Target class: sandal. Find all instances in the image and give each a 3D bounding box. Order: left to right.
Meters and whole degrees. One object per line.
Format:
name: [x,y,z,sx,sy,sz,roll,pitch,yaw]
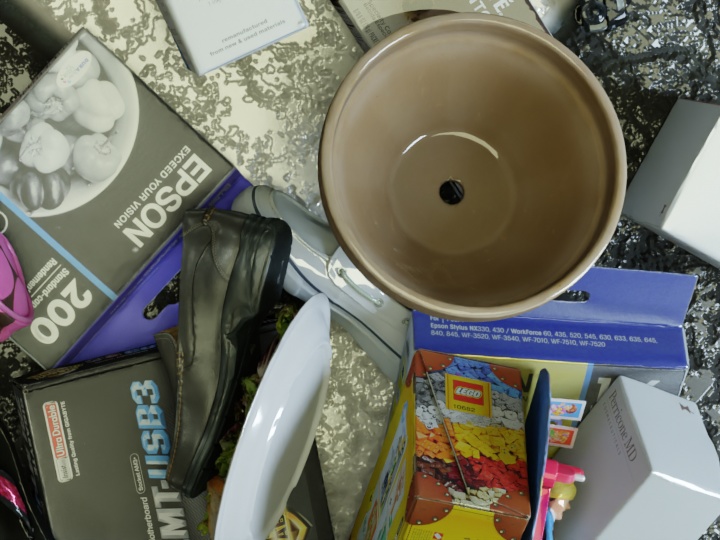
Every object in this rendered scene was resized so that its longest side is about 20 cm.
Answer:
sandal: [-0.254,0.157,1.436,0.075,0.045,0.200,-28,99,18]

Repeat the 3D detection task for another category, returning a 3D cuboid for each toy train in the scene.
toy train: [0.163,-0.269,1.520,0.046,0.034,0.200,-11,98,-8]

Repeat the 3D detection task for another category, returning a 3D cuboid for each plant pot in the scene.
plant pot: [0.066,-0.060,1.412,0.201,0.093,0.201,2,78,-9]

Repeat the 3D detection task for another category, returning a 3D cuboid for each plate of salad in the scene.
plate of salad: [-0.066,0.107,1.418,0.048,0.200,0.200,18,95,11]

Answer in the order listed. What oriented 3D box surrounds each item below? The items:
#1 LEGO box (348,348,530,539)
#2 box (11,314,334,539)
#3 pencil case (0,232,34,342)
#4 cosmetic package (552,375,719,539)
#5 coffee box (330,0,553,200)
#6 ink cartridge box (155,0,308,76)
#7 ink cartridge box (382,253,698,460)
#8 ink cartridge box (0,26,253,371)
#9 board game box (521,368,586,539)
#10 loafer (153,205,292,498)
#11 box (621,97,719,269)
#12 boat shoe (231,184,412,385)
LEGO box: [0.047,0.179,1.450,0.077,0.149,0.200,12,126,-8]
box: [-0.127,0.149,1.511,0.198,0.050,0.200,-13,99,-20]
pencil case: [-0.322,0.032,1.446,0.200,0.094,0.091,-27,56,14]
cosmetic package: [0.164,0.182,1.500,0.071,0.101,0.200,21,122,-23]
coffee box: [0.079,-0.139,1.503,0.113,0.080,0.200,-33,100,0]
ink cartridge box: [-0.117,-0.238,1.433,0.084,0.145,0.200,-25,99,-3]
ink cartridge box: [0.123,0.086,1.508,0.198,0.047,0.200,4,129,-9]
ink cartridge box: [-0.186,-0.031,1.504,0.200,0.043,0.198,42,91,-12]
board game box: [0.122,0.169,1.444,0.039,0.158,0.200,11,127,-2]
loafer: [-0.105,0.054,1.459,0.072,0.073,0.200,16,95,11]
box: [0.301,-0.031,1.522,0.200,0.124,0.098,28,93,-10]
boat shoe: [0.000,0.000,1.511,0.067,0.074,0.200,-37,114,26]
